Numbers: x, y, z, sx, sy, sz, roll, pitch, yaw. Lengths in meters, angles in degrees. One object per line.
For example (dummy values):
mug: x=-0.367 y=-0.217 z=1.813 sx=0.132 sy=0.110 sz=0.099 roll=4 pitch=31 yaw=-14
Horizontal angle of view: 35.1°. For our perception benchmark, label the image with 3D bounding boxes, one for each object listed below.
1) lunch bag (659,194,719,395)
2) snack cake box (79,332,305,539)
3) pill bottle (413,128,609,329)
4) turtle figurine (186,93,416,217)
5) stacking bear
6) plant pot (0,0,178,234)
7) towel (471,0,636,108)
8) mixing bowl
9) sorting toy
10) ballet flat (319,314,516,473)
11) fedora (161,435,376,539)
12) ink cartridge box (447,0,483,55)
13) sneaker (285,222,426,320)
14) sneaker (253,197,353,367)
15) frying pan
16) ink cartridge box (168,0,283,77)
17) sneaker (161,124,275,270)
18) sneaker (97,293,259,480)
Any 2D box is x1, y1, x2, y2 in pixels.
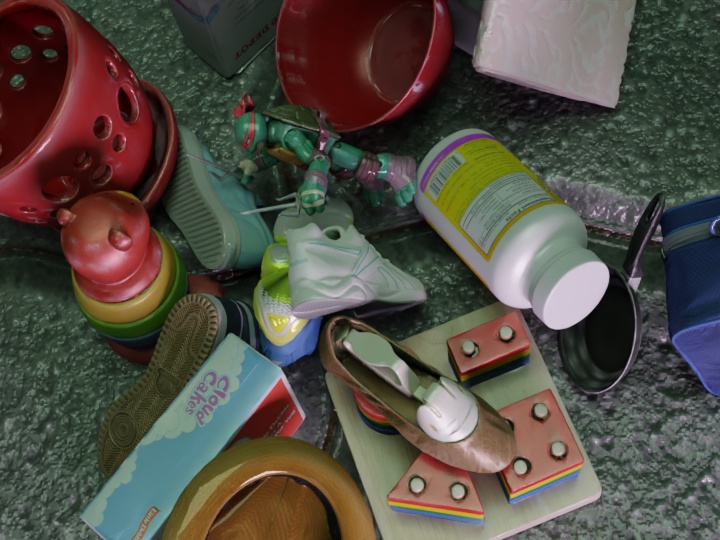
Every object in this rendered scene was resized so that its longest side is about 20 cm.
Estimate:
lunch bag: x=0.333 y=0.008 z=0.971 sx=0.134 sy=0.200 sz=0.135 roll=-13 pitch=59 yaw=24
snack cake box: x=-0.140 y=0.169 z=0.997 sx=0.067 sy=0.116 sz=0.201 roll=31 pitch=71 yaw=24
pill bottle: x=0.138 y=-0.037 z=1.045 sx=0.103 sy=0.105 sz=0.200 roll=-32 pitch=50 yaw=-9
turtle figurine: x=-0.053 y=-0.102 z=1.063 sx=0.197 sy=0.102 sz=0.150 roll=9 pitch=16 yaw=-27
stacking bear: x=-0.214 y=-0.002 z=1.040 sx=0.120 sy=0.201 sz=0.115 roll=26 pitch=70 yaw=17
plant pot: x=-0.293 y=-0.134 z=1.106 sx=0.197 sy=0.182 sz=0.204 roll=-11 pitch=65 yaw=24
towel: x=0.198 y=-0.276 z=1.116 sx=0.032 sy=0.188 sz=0.204 roll=13 pitch=93 yaw=54
mixing bowl: x=0.021 y=-0.230 z=1.152 sx=0.197 sy=0.108 sz=0.204 roll=-5 pitch=82 yaw=37
sorting toy: x=0.086 y=0.137 z=1.013 sx=0.196 sy=0.070 sz=0.203 roll=-21 pitch=65 yaw=-3
ballet flat: x=0.043 y=0.098 z=0.958 sx=0.199 sy=0.073 sz=0.068 roll=36 pitch=74 yaw=20
fedora: x=-0.083 y=0.242 z=0.960 sx=0.197 sy=0.082 sz=0.205 roll=2 pitch=84 yaw=-17
ink cartridge box: x=0.136 y=-0.315 z=1.212 sx=0.199 sy=0.083 sz=0.146 roll=35 pitch=73 yaw=20
sneaker: x=0.000 y=0.000 z=1.020 sx=0.070 sy=0.199 sz=0.082 roll=-20 pitch=76 yaw=26
sneaker: x=-0.060 y=0.013 z=1.092 sx=0.074 sy=0.106 sz=0.201 roll=16 pitch=37 yaw=8
frying pan: x=0.223 y=0.015 z=1.017 sx=0.030 sy=0.115 sz=0.194 roll=6 pitch=103 yaw=-26
ink cartridge box: x=-0.136 y=-0.324 z=1.186 sx=0.084 sy=0.201 sz=0.145 roll=37 pitch=73 yaw=25
sneaker: x=-0.144 y=-0.070 z=1.150 sx=0.081 sy=0.074 sz=0.202 roll=6 pitch=42 yaw=-38
sneaker: x=-0.163 y=0.111 z=1.063 sx=0.070 sy=0.108 sz=0.202 roll=35 pitch=103 yaw=18
